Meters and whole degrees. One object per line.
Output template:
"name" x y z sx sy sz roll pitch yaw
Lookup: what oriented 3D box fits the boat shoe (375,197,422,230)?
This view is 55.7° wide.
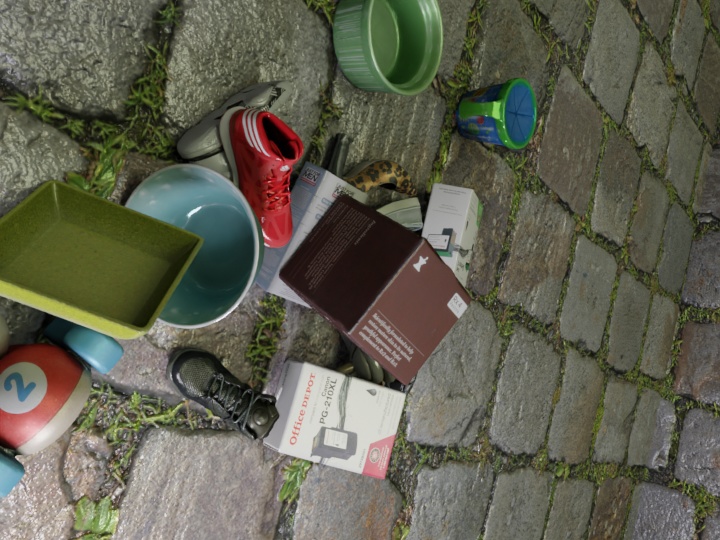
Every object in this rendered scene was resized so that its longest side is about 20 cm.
"boat shoe" 0.050 -0.079 1.221 0.200 0.070 0.073 -22 91 -47

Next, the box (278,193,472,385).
"box" 0.020 0.024 0.998 0.165 0.199 0.166 -50 132 -6

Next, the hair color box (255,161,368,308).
"hair color box" -0.080 -0.054 1.059 0.098 0.060 0.202 24 95 -44

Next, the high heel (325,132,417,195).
"high heel" 0.012 -0.128 1.176 0.198 0.071 0.145 25 75 -34

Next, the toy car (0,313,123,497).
"toy car" -0.393 0.091 0.708 0.200 0.176 0.185 48 64 -27

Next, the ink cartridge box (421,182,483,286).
"ink cartridge box" 0.171 -0.050 1.330 0.146 0.083 0.203 25 77 -70

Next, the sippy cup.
"sippy cup" 0.271 -0.318 1.389 0.178 0.129 0.141 45 64 -42

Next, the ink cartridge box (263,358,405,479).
"ink cartridge box" -0.042 0.243 1.120 0.198 0.084 0.147 21 78 -23

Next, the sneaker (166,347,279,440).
"sneaker" -0.187 0.180 0.983 0.200 0.113 0.077 52 58 -37

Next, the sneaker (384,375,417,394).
"sneaker" 0.093 0.147 1.312 0.079 0.074 0.204 7 92 -64

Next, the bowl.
"bowl" -0.204 -0.032 0.889 0.105 0.197 0.205 -9 105 -75

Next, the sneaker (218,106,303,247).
"sneaker" -0.119 -0.115 0.902 0.078 0.115 0.202 -35 120 -28

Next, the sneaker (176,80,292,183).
"sneaker" -0.161 -0.184 0.977 0.200 0.075 0.116 -44 128 -27

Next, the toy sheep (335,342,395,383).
"toy sheep" 0.045 0.134 1.209 0.197 0.138 0.140 -21 116 -10

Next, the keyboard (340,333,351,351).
"keyboard" -0.010 0.115 1.243 0.056 0.011 0.202 -47 128 -32

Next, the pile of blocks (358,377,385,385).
"pile of blocks" -0.011 0.265 1.224 0.199 0.062 0.083 -40 124 -33

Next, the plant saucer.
"plant saucer" -0.297 -0.006 0.749 0.201 0.197 0.048 -79 -168 -59

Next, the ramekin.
"ramekin" 0.044 -0.396 1.147 0.198 0.097 0.204 -12 106 -46
